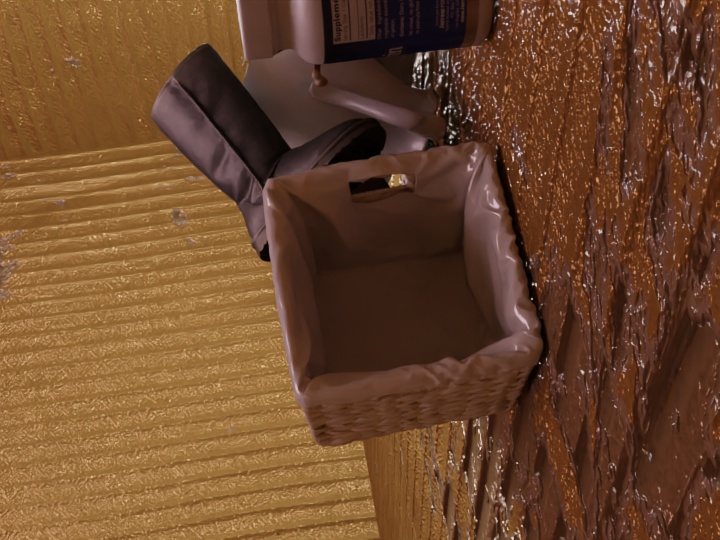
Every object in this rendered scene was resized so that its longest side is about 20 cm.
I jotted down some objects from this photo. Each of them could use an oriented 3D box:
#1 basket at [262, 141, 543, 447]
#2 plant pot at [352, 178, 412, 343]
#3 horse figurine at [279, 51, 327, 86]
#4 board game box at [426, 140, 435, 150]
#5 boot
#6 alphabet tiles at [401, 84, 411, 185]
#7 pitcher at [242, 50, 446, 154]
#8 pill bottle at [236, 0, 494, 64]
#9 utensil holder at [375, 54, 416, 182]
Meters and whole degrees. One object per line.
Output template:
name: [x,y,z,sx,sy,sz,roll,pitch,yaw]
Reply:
basket: [0.033,0.027,0.925,0.161,0.196,0.202,82,177,-63]
plant pot: [0.000,0.000,1.120,0.187,0.185,0.202,95,160,-70]
horse figurine: [0.002,-0.243,0.980,0.050,0.198,0.133,56,166,31]
board game box: [0.084,-0.024,1.201,0.136,0.028,0.202,-105,8,-59]
boot: [-0.090,-0.133,1.015,0.072,0.182,0.201,16,-144,-58]
alphabet tiles: [0.060,-0.165,1.353,0.200,0.014,0.198,-117,20,-77]
pitcher: [-0.016,-0.166,1.075,0.172,0.198,0.123,-142,70,-83]
pill bottle: [-0.001,-0.227,0.877,0.116,0.197,0.117,173,90,-86]
utensil holder: [-0.025,-0.203,1.257,0.171,0.168,0.201,-102,20,-45]
